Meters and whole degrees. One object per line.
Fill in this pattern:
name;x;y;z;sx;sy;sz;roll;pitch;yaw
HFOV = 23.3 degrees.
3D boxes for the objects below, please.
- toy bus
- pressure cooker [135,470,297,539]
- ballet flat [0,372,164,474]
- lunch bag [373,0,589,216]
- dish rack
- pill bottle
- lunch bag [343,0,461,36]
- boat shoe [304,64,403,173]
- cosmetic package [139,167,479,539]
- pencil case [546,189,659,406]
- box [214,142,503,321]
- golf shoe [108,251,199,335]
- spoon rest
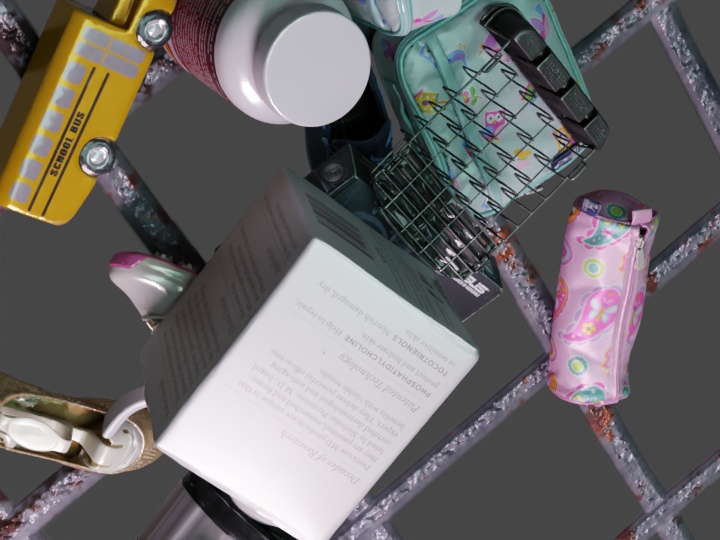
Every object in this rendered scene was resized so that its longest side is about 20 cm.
toy bus;-0.216;-0.139;1.342;0.078;0.065;0.201;20;101;-31
pressure cooker;-0.132;0.295;1.503;0.178;0.176;0.200;38;92;-38
ballet flat;-0.239;0.138;1.445;0.199;0.065;0.071;16;105;-32
lunch bag;0.105;-0.150;1.491;0.160;0.077;0.201;-34;121;-12
dish rack;0.101;-0.097;1.426;0.200;0.055;0.153;-45;121;-2
pill bottle;-0.073;-0.177;1.320;0.112;0.200;0.114;-11;115;-23
lunch bag;0.010;-0.288;1.342;0.077;0.160;0.202;-22;120;-18
boat shoe;-0.012;-0.115;1.458;0.084;0.069;0.201;-30;122;-14
cosmetic package;-0.046;0.064;1.350;0.166;0.168;0.200;34;102;-22
pencil case;0.227;0.025;1.637;0.087;0.087;0.202;-3;113;-27
box;0.000;0.000;1.487;0.160;0.044;0.200;-36;130;23
golf shoe;-0.136;0.057;1.448;0.200;0.075;0.092;38;66;-33
spoon rest;-0.112;0.151;1.438;0.199;0.100;0.061;28;107;-15
